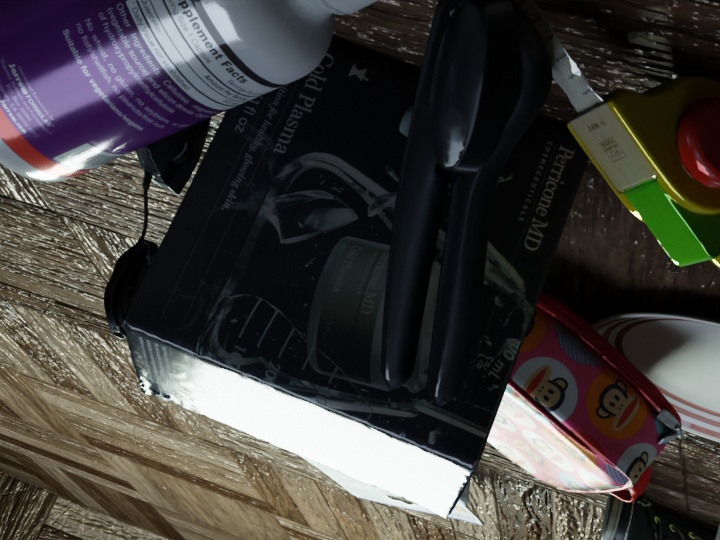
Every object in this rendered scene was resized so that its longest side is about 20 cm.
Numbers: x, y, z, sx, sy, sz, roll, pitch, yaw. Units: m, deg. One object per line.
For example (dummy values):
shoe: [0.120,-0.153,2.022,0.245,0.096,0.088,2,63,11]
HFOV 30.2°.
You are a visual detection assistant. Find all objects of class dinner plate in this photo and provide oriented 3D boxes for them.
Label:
dinner plate: [0.248,0.073,0.910,0.198,0.024,0.201,20,159,8]

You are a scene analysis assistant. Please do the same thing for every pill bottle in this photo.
pill bottle: [-0.090,-0.123,0.611,0.198,0.113,0.112,-20,140,24]

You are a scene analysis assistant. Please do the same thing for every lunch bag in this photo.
lunch bag: [0.136,0.097,0.939,0.176,0.082,0.200,41,167,-2]

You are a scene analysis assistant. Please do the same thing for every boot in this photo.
boot: [0.302,0.256,1.225,0.152,0.074,0.204,12,163,22]

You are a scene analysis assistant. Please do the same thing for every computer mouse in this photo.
computer mouse: [-0.114,-0.047,0.775,0.034,0.202,0.059,-4,147,13]

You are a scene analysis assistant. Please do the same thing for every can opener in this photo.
can opener: [0.039,-0.034,0.617,0.063,0.202,0.078,28,-152,34]

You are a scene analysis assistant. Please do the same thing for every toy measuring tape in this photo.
toy measuring tape: [0.131,-0.086,0.629,0.201,0.074,0.073,52,153,-8]

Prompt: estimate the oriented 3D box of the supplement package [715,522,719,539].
supplement package: [0.379,0.290,1.043,0.190,0.202,0.147,33,157,-25]

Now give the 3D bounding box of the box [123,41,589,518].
box: [0.000,0.000,0.746,0.195,0.202,0.124,22,158,4]

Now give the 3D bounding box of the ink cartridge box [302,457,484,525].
ink cartridge box: [0.016,0.204,1.440,0.198,0.041,0.200,4,152,41]
